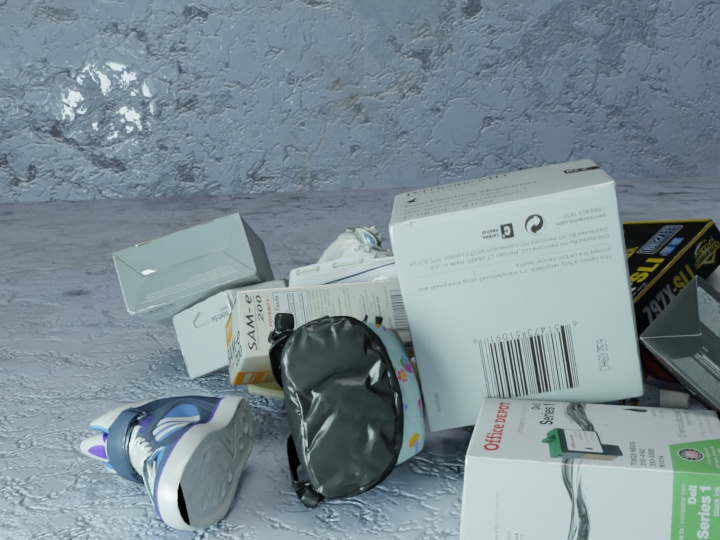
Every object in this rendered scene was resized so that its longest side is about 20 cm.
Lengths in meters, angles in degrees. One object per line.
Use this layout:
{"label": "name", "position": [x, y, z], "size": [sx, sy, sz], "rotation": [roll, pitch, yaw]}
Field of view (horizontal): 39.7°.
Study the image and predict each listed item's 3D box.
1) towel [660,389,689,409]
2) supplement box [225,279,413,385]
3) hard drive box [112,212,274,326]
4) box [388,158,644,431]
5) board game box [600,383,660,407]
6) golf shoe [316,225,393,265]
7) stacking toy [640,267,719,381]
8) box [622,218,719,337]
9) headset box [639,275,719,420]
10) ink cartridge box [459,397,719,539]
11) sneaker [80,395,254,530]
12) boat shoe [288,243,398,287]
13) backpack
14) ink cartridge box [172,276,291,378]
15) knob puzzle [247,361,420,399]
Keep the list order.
{"label": "towel", "position": [0.230, 0.149, 1.002], "size": [0.192, 0.035, 0.200], "rotation": [3, 13, 20]}
{"label": "supplement box", "position": [-0.038, 0.067, 1.064], "size": [0.199, 0.074, 0.126], "rotation": [-4, -19, -14]}
{"label": "hard drive box", "position": [-0.195, 0.005, 1.222], "size": [0.155, 0.077, 0.200], "rotation": [-18, -8, -1]}
{"label": "box", "position": [0.140, 0.019, 0.916], "size": [0.198, 0.201, 0.131], "rotation": [-11, 14, 6]}
{"label": "board game box", "position": [0.183, 0.122, 1.001], "size": [0.126, 0.035, 0.200], "rotation": [-9, 11, -26]}
{"label": "golf shoe", "position": [0.020, 0.048, 1.204], "size": [0.097, 0.200, 0.078], "rotation": [-37, 4, -23]}
{"label": "stacking toy", "position": [0.324, 0.076, 1.139], "size": [0.199, 0.147, 0.146], "rotation": [-12, 8, 18]}
{"label": "box", "position": [0.283, 0.024, 1.095], "size": [0.200, 0.049, 0.160], "rotation": [-42, 16, -14]}
{"label": "headset box", "position": [0.332, 0.089, 0.903], "size": [0.149, 0.075, 0.200], "rotation": [44, 6, 15]}
{"label": "ink cartridge box", "position": [0.186, 0.166, 0.795], "size": [0.199, 0.085, 0.146], "rotation": [2, 12, 12]}
{"label": "sneaker", "position": [-0.184, 0.168, 0.868], "size": [0.146, 0.081, 0.200], "rotation": [-7, 14, 11]}
{"label": "boat shoe", "position": [0.000, 0.000, 1.109], "size": [0.199, 0.067, 0.074], "rotation": [-16, -20, 21]}
{"label": "backpack", "position": [-0.006, 0.118, 0.906], "size": [0.126, 0.168, 0.200], "rotation": [-7, -4, 3]}
{"label": "ink cartridge box", "position": [-0.107, 0.063, 1.226], "size": [0.199, 0.084, 0.145], "rotation": [-12, -8, -40]}
{"label": "knob puzzle", "position": [-0.033, 0.128, 1.139], "size": [0.218, 0.031, 0.220], "rotation": [-1, 12, 0]}
